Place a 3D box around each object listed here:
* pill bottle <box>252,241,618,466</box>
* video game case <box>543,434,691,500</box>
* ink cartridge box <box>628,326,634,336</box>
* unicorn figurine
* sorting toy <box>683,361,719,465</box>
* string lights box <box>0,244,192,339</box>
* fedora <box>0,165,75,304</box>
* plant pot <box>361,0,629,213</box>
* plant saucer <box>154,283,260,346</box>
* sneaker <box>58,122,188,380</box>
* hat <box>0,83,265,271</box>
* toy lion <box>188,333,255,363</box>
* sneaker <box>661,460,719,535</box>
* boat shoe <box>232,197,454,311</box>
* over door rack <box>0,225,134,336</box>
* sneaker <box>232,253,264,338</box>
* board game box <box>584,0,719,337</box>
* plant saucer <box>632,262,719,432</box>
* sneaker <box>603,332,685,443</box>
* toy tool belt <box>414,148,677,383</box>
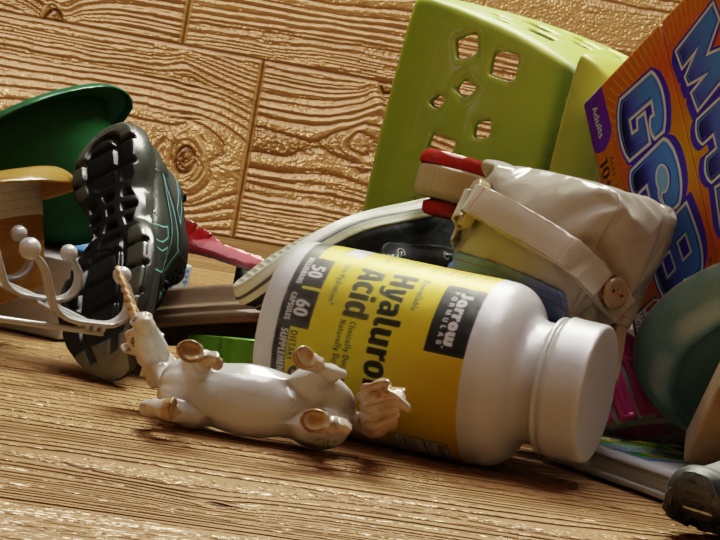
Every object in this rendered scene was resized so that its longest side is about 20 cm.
[{"bbox_3d":[0.046,0.053,1.569,0.199,0.112,0.111,11,3,19],"label":"pill bottle"},{"bbox_3d":[0.242,0.132,1.630,0.199,0.022,0.182,7,4,-31],"label":"video game case"},{"bbox_3d":[0.175,0.072,1.888,0.199,0.085,0.146,10,2,19],"label":"ink cartridge box"},{"bbox_3d":[-0.072,0.064,1.489,0.199,0.074,0.137,25,-5,5],"label":"unicorn figurine"},{"bbox_3d":[0.304,0.051,1.512,0.199,0.070,0.199,10,-32,-3],"label":"sorting toy"},{"bbox_3d":[-0.214,0.012,1.956,0.102,0.059,0.200,12,3,21],"label":"string lights box"},{"bbox_3d":[-0.276,-0.013,1.769,0.199,0.082,0.201,-13,-2,0],"label":"fedora"},{"bbox_3d":[0.139,-0.072,1.891,0.181,0.200,0.199,18,7,40],"label":"plant pot"},{"bbox_3d":[-0.073,0.031,1.809,0.199,0.030,0.200,-1,-7,0],"label":"plant saucer"},{"bbox_3d":[-0.141,-0.006,1.711,0.075,0.201,0.079,-23,-46,26],"label":"sneaker"},{"bbox_3d":[-0.201,-0.022,1.900,0.200,0.177,0.165,-31,-14,27],"label":"hat"},{"bbox_3d":[-0.007,0.064,1.759,0.191,0.069,0.199,3,-3,42],"label":"toy lion"},{"bbox_3d":[0.232,0.111,1.441,0.074,0.080,0.200,15,7,41],"label":"sneaker"},{"bbox_3d":[0.000,0.000,1.702,0.074,0.063,0.199,-29,-9,41],"label":"boat shoe"},{"bbox_3d":[-0.256,0.000,1.606,0.199,0.067,0.147,-5,14,-34],"label":"over door rack"},{"bbox_3d":[-0.043,0.034,2.004,0.115,0.076,0.200,13,2,-2],"label":"sneaker"},{"bbox_3d":[0.291,-0.062,1.688,0.199,0.201,0.200,6,-31,-28],"label":"board game box"},{"bbox_3d":[0.266,0.059,1.616,0.199,0.028,0.201,2,-39,1],"label":"plant saucer"},{"bbox_3d":[0.173,0.087,1.731,0.199,0.082,0.088,4,-34,-17],"label":"sneaker"},{"bbox_3d":[0.097,-0.001,1.655,0.125,0.124,0.199,15,0,-45],"label":"toy tool belt"}]
